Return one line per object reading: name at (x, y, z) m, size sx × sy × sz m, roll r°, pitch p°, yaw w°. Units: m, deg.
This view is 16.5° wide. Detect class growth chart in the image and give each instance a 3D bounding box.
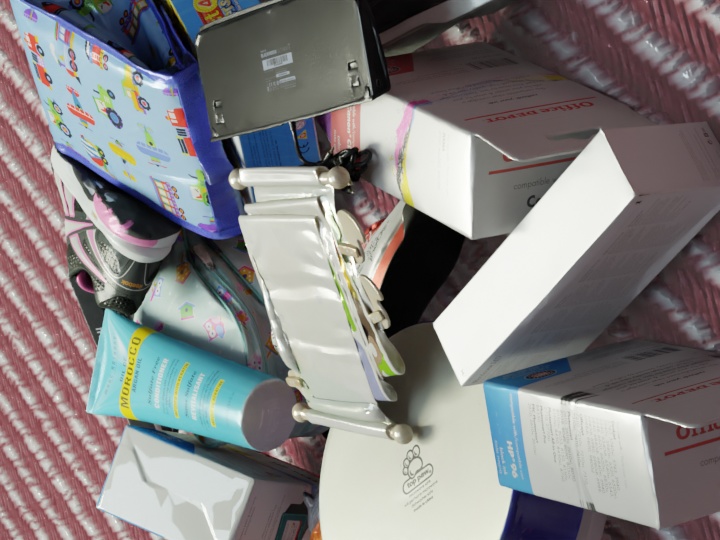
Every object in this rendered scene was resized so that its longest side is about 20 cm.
growth chart at (-0.023, 0.021, 1.546) m, size 0.145 × 0.018 × 0.200 m, roll 14°, pitch 126°, yaw 51°

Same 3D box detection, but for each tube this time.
tube at (-0.126, 0.082, 1.748) m, size 0.200 × 0.050 × 0.078 m, roll 13°, pitch 88°, yaw 47°

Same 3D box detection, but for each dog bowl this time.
dog bowl at (0.062, 0.134, 1.563) m, size 0.200 × 0.079 × 0.201 m, roll -21°, pitch 63°, yaw 48°

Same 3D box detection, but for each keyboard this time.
keyboard at (-0.040, -0.105, 1.531) m, size 0.200 × 0.021 × 0.127 m, roll -8°, pitch 92°, yaw 58°

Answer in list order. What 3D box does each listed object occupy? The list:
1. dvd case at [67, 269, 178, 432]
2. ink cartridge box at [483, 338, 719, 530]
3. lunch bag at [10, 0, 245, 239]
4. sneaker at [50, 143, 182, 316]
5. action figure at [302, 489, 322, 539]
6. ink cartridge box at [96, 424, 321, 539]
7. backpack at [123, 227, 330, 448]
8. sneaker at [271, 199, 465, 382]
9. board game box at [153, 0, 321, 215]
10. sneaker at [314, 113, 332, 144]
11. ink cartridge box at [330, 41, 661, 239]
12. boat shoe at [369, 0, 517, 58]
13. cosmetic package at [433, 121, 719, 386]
dvd case at (-0.181, 0.038, 1.953) m, size 0.150 × 0.025 × 0.200 m, roll -88°, pitch -17°, yaw -55°
ink cartridge box at (0.172, 0.091, 1.382) m, size 0.200 × 0.116 × 0.068 m, roll 9°, pitch 110°, yaw 61°
lunch bag at (-0.148, -0.114, 1.718) m, size 0.200 × 0.094 × 0.151 m, roll 45°, pitch 156°, yaw 43°
sneaker at (-0.193, -0.030, 1.818) m, size 0.200 × 0.080 × 0.087 m, roll -123°, pitch 50°, yaw -65°
action figure at (0.031, 0.185, 1.697) m, size 0.193 × 0.104 × 0.201 m, roll 26°, pitch 126°, yaw 44°
ink cartridge box at (-0.090, 0.169, 1.828) m, size 0.116 × 0.200 × 0.067 m, roll 20°, pitch 92°, yaw 25°
backpack at (-0.091, 0.048, 1.828) m, size 0.200 × 0.126 × 0.167 m, roll 46°, pitch 136°, yaw 38°
sneaker at (-0.001, 0.001, 1.671) m, size 0.108 × 0.067 × 0.202 m, roll 43°, pitch 127°, yaw 36°
board game box at (-0.091, -0.135, 1.747) m, size 0.196 × 0.056 × 0.200 m, roll 60°, pitch 170°, yaw 30°
sneaker at (0.009, -0.148, 1.628) m, size 0.114 × 0.072 × 0.201 m, roll 63°, pitch 160°, yaw 23°
ink cartridge box at (0.080, -0.074, 1.476) m, size 0.200 × 0.116 × 0.068 m, roll 32°, pitch 127°, yaw 53°
boat shoe at (0.023, -0.167, 1.538) m, size 0.200 × 0.076 × 0.060 m, roll -22°, pitch 86°, yaw 28°
cosmetic package at (0.126, -0.008, 1.429) m, size 0.200 × 0.082 × 0.051 m, roll -51°, pitch 57°, yaw 45°
